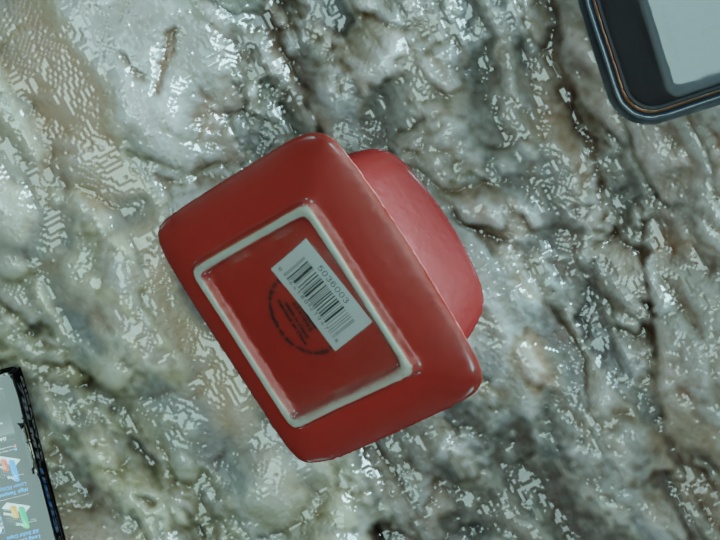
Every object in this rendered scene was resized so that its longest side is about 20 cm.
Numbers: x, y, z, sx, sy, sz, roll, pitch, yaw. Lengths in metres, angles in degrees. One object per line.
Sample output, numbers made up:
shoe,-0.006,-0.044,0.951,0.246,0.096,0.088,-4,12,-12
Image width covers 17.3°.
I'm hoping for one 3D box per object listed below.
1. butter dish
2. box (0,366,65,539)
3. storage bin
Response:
butter dish,0.000,0.000,1.575,0.199,0.148,0.200,-28,96,45
box,-0.307,0.185,1.624,0.200,0.050,0.199,-15,96,0
storage bin,0.255,-0.186,1.560,0.200,0.134,0.146,-18,96,0
